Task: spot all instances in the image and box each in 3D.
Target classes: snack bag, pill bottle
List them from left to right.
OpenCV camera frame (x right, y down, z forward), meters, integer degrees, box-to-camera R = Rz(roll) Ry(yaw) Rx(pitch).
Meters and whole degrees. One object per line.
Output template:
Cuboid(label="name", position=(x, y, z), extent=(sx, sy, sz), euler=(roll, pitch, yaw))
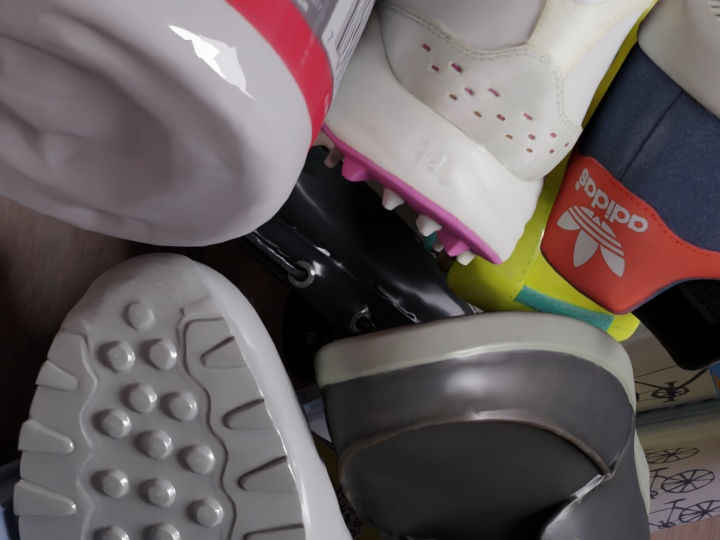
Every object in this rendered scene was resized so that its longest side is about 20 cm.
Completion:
Cuboid(label="pill bottle", position=(-0.032, -0.116, 0.661), extent=(0.111, 0.110, 0.201), euler=(69, 39, -57))
Cuboid(label="snack bag", position=(0.078, 0.055, 0.967), extent=(0.200, 0.188, 0.022), euler=(52, 25, -64))

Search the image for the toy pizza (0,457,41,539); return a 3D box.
Cuboid(label="toy pizza", position=(-0.081, 0.144, 0.755), extent=(0.200, 0.032, 0.201), euler=(-5, 96, -54))

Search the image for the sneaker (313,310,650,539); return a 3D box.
Cuboid(label="sneaker", position=(0.044, 0.083, 0.766), extent=(0.200, 0.074, 0.107), euler=(47, 36, -63))

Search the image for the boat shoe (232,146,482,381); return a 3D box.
Cuboid(label="boat shoe", position=(0.000, 0.001, 0.815), extent=(0.199, 0.066, 0.075), euler=(47, 15, -43))

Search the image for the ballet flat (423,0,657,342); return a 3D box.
Cuboid(label="ballet flat", position=(0.076, -0.048, 0.815), extent=(0.067, 0.067, 0.200), euler=(-62, 180, 43))

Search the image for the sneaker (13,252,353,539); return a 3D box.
Cuboid(label="sneaker", position=(-0.029, 0.081, 0.749), extent=(0.081, 0.076, 0.201), euler=(-54, 137, -56))

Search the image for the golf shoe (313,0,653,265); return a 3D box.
Cuboid(label="golf shoe", position=(0.026, -0.079, 0.728), extent=(0.092, 0.075, 0.200), euler=(-50, -154, 17))

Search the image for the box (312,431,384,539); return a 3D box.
Cuboid(label="box", position=(0.040, 0.114, 0.927), extent=(0.200, 0.075, 0.050), euler=(35, 89, -42))

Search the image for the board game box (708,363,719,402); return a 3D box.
Cuboid(label="board game box", position=(0.181, 0.020, 0.908), extent=(0.151, 0.037, 0.200), euler=(-40, 145, -10))

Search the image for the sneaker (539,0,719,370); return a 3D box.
Cuboid(label="sneaker", position=(0.109, -0.014, 0.740), extent=(0.200, 0.075, 0.085), euler=(14, 116, -53))
